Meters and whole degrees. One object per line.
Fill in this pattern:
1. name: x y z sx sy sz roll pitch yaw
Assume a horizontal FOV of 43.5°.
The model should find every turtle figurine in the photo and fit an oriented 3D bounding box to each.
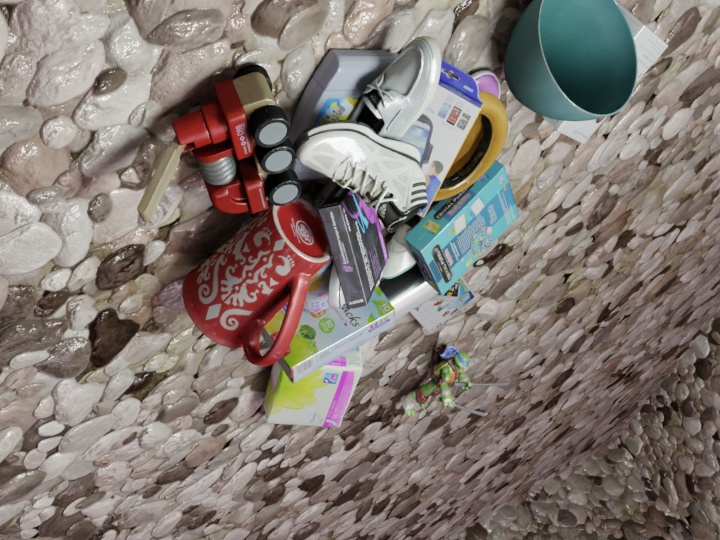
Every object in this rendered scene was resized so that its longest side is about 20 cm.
1. turtle figurine: 0.201 0.283 2.041 0.199 0.145 0.193 41 127 -19

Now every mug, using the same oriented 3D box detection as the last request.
1. mug: -0.124 0.015 1.243 0.199 0.178 0.133 -40 179 32

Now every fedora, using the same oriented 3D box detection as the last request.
1. fedora: 0.127 -0.198 1.353 0.197 0.082 0.203 -22 144 -17

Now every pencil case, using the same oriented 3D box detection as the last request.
1. pencil case: -0.080 -0.020 1.379 0.081 0.092 0.202 -9 146 -2

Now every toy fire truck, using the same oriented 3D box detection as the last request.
1. toy fire truck: -0.178 -0.125 1.096 0.196 0.130 0.177 -20 149 -8

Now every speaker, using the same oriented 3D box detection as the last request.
1. speaker: 0.055 0.049 1.635 0.198 0.082 0.082 -31 151 -13

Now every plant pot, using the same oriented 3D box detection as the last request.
1. plant pot: 0.287 -0.305 1.318 0.197 0.204 0.134 -17 180 -33

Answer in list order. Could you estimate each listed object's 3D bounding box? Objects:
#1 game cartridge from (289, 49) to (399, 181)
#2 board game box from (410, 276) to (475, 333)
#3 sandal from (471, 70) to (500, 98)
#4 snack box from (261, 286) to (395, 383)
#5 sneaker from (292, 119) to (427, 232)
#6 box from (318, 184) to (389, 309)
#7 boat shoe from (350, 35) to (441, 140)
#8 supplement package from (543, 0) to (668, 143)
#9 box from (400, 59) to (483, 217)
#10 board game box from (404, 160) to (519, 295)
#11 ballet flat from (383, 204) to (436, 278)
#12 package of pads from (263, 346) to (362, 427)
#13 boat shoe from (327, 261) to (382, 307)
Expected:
1. game cartridge: -0.031 -0.205 1.222 0.131 0.041 0.202 -8 139 -37
2. board game box: 0.151 0.047 1.789 0.126 0.035 0.200 -39 151 2
3. sandal: 0.193 -0.233 1.423 0.082 0.050 0.204 -31 150 -14
4. snack box: -0.062 0.072 1.468 0.197 0.143 0.053 -27 149 -18
5. sneaker: 0.011 -0.116 1.141 0.197 0.117 0.076 7 142 -35
6. box: -0.005 -0.049 1.277 0.035 0.146 0.200 -11 -162 16
7. boat shoe: 0.034 -0.214 1.175 0.071 0.070 0.202 -12 145 -45
8. supplement package: 0.366 -0.321 1.433 0.113 0.110 0.201 7 128 -52
9. box: 0.083 -0.188 1.247 0.202 0.117 0.042 -63 178 29
10. board game box: 0.174 -0.075 1.525 0.200 0.047 0.152 -45 146 -8
11. ballet flat: 0.101 -0.065 1.556 0.198 0.070 0.070 -34 152 -17
12. package of pads: -0.092 0.209 1.650 0.151 0.069 0.202 6 137 -13
13. boat shoe: 0.000 0.000 1.408 0.200 0.068 0.072 -59 156 -64
